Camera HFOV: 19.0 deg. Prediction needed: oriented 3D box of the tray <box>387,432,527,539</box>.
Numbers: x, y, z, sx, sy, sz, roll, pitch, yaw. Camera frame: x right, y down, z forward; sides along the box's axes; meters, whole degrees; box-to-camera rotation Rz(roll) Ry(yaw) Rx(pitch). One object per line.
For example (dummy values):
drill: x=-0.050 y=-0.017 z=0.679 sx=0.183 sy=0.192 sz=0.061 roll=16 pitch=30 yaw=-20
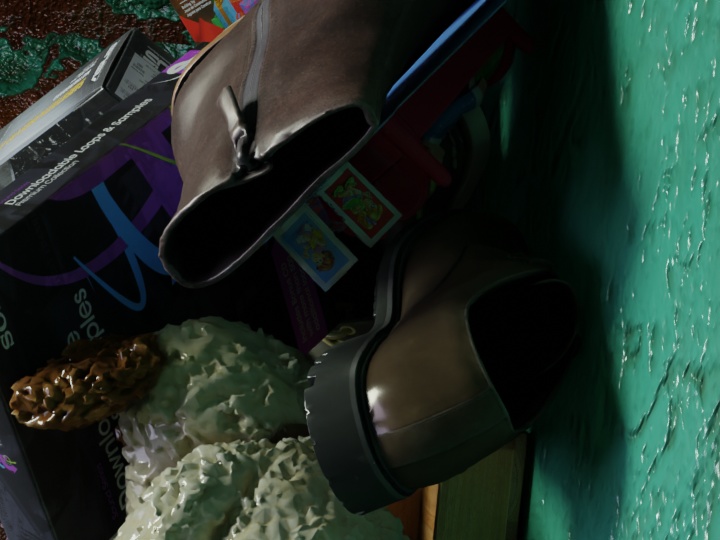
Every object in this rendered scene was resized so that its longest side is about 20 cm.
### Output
tray: x=0.032 y=0.103 z=0.928 sx=0.200 sy=0.037 sz=0.099 roll=-149 pitch=64 yaw=-82

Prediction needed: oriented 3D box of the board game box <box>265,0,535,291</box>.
board game box: x=0.023 y=-0.055 z=0.859 sx=0.200 sy=0.039 sz=0.158 roll=-44 pitch=6 yaw=5

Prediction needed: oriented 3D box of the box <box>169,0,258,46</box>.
box: x=-0.025 y=-0.169 z=0.913 sx=0.200 sy=0.039 sz=0.137 roll=-21 pitch=103 yaw=48

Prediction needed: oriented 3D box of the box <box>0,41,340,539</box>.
box: x=-0.092 y=0.012 z=0.894 sx=0.200 sy=0.036 sz=0.144 roll=-42 pitch=-54 yaw=-41

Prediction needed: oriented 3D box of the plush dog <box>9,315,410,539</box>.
plush dog: x=-0.042 y=0.092 z=0.825 sx=0.160 sy=0.200 sz=0.172 roll=-37 pitch=53 yaw=21

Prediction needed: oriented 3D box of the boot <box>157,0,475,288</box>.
boot: x=0.010 y=-0.088 z=0.768 sx=0.200 sy=0.072 sz=0.167 roll=-39 pitch=22 yaw=20

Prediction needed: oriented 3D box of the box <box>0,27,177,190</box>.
box: x=-0.096 y=-0.026 z=1.165 sx=0.158 sy=0.200 sz=0.048 roll=-28 pitch=32 yaw=45

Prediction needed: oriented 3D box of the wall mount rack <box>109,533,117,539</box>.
wall mount rack: x=-0.105 y=0.132 z=0.993 sx=0.174 sy=0.074 sz=0.201 roll=-107 pitch=18 yaw=-59

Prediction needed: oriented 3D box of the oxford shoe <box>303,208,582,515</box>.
oxford shoe: x=0.047 y=0.024 z=0.785 sx=0.073 sy=0.084 sz=0.200 roll=64 pitch=-160 yaw=-16

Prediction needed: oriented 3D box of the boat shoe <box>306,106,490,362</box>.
boat shoe: x=-0.002 y=-0.002 z=1.008 sx=0.060 sy=0.072 sz=0.202 roll=-28 pitch=-30 yaw=-43
